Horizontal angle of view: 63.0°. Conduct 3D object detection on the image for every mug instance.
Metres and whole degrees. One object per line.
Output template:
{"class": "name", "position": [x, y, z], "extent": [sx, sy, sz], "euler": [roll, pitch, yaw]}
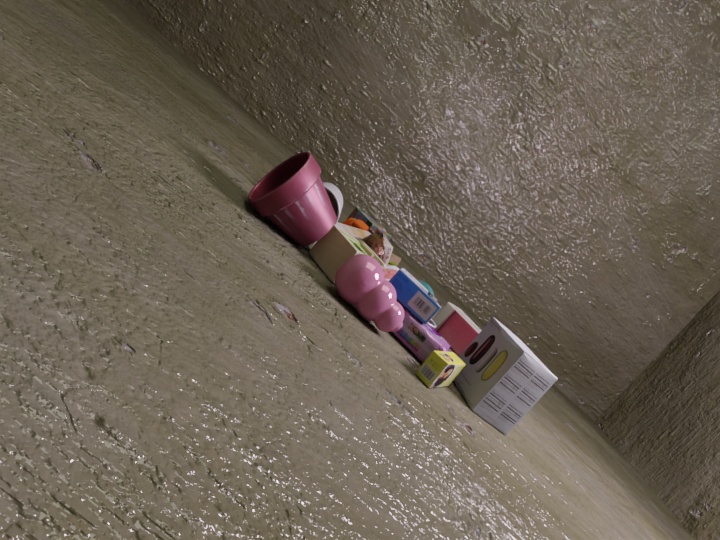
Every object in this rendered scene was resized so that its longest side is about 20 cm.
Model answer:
{"class": "mug", "position": [-0.134, -0.216, 1.814], "extent": [0.185, 0.150, 0.153], "euler": [36, 21, -1]}

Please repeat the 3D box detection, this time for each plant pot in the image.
{"class": "plant pot", "position": [-0.159, -0.171, 1.501], "extent": [0.180, 0.198, 0.200], "euler": [53, 3, -25]}

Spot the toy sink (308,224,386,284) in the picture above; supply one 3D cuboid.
{"class": "toy sink", "position": [-0.019, -0.019, 1.572], "extent": [0.199, 0.112, 0.131], "euler": [31, 13, -51]}

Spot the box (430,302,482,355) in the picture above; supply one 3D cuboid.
{"class": "box", "position": [0.357, 0.226, 2.044], "extent": [0.200, 0.109, 0.127], "euler": [47, 11, 34]}

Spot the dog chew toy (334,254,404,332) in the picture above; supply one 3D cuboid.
{"class": "dog chew toy", "position": [0.029, 0.061, 1.400], "extent": [0.201, 0.124, 0.124], "euler": [51, 10, 5]}

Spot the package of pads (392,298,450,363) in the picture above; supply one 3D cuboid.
{"class": "package of pads", "position": [0.139, 0.159, 1.526], "extent": [0.200, 0.076, 0.120], "euler": [43, 10, 9]}

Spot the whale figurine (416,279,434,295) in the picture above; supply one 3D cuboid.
{"class": "whale figurine", "position": [0.181, 0.076, 1.884], "extent": [0.201, 0.102, 0.162], "euler": [-91, 164, -71]}

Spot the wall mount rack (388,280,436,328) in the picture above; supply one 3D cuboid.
{"class": "wall mount rack", "position": [0.134, 0.118, 1.735], "extent": [0.200, 0.075, 0.173], "euler": [44, 12, 10]}

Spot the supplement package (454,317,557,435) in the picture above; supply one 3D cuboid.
{"class": "supplement package", "position": [0.368, 0.276, 1.556], "extent": [0.146, 0.201, 0.192], "euler": [37, 9, -24]}

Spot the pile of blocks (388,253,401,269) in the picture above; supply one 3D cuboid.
{"class": "pile of blocks", "position": [0.097, 0.022, 2.019], "extent": [0.080, 0.063, 0.202], "euler": [14, 40, -12]}

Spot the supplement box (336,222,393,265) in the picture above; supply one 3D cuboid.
{"class": "supplement box", "position": [-0.008, -0.083, 1.845], "extent": [0.196, 0.075, 0.126], "euler": [16, 15, -13]}

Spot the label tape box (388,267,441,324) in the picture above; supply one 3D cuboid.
{"class": "label tape box", "position": [0.144, 0.062, 1.565], "extent": [0.144, 0.063, 0.200], "euler": [43, 7, 5]}

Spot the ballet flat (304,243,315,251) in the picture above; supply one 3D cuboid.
{"class": "ballet flat", "position": [-0.116, -0.091, 1.652], "extent": [0.072, 0.072, 0.200], "euler": [42, 9, 5]}

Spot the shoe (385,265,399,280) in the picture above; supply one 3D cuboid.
{"class": "shoe", "position": [0.083, 0.035, 1.861], "extent": [0.198, 0.072, 0.091], "euler": [11, 32, -49]}

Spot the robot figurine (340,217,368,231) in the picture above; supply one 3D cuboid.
{"class": "robot figurine", "position": [0.003, -0.094, 2.019], "extent": [0.115, 0.146, 0.200], "euler": [-3, 40, -46]}

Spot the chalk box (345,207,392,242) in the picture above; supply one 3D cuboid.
{"class": "chalk box", "position": [0.005, -0.142, 2.231], "extent": [0.199, 0.125, 0.124], "euler": [33, 12, -50]}

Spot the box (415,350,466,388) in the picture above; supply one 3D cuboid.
{"class": "box", "position": [0.197, 0.237, 1.413], "extent": [0.050, 0.076, 0.199], "euler": [41, 9, 22]}

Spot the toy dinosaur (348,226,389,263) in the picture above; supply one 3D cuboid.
{"class": "toy dinosaur", "position": [0.044, -0.053, 1.705], "extent": [0.136, 0.085, 0.201], "euler": [50, -2, 38]}
